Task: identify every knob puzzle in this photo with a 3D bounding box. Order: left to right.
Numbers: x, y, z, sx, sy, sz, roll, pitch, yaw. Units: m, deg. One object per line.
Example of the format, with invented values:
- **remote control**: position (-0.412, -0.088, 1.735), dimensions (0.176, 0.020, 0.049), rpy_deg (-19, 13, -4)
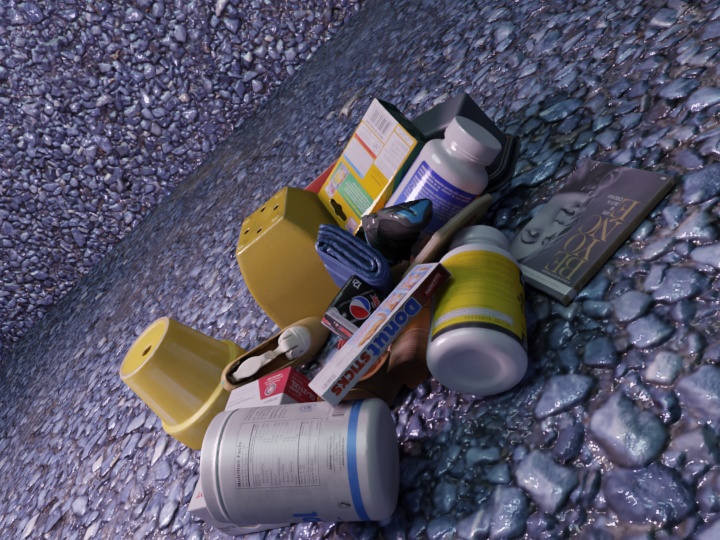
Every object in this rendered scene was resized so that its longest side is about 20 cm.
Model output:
- **knob puzzle**: position (0.107, -0.038, 0.834), dimensions (0.220, 0.030, 0.220), rpy_deg (-44, -12, -11)

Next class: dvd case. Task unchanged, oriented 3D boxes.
- **dvd case**: position (0.276, -0.057, 0.766), dimensions (0.200, 0.016, 0.149), rpy_deg (-48, 28, -2)

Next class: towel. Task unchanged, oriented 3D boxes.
- **towel**: position (0.000, 0.000, 0.852), dimensions (0.049, 0.111, 0.200), rpy_deg (-55, -14, -10)

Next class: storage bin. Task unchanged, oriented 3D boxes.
- **storage bin**: position (0.140, -0.193, 1.010), dimensions (0.200, 0.134, 0.146), rpy_deg (-18, 39, 44)

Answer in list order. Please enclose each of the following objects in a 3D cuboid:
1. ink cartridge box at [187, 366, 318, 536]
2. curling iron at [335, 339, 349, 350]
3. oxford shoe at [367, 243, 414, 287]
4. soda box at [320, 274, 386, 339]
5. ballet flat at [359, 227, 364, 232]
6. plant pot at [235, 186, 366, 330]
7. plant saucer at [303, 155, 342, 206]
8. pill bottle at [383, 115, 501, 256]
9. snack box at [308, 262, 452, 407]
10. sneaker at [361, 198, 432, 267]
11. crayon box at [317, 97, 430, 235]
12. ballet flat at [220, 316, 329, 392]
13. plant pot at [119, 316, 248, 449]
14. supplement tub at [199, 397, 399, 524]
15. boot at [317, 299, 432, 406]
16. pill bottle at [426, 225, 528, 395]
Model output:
- **ink cartridge box**: position (-0.144, 0.258, 0.863), dimensions (0.145, 0.083, 0.200), rpy_deg (-26, 34, 33)
- **curling iron**: position (-0.024, 0.111, 0.817), dimensions (0.050, 0.026, 0.200), rpy_deg (-43, 6, -3)
- **oxford shoe**: position (0.049, -0.046, 1.004), dimensions (0.071, 0.074, 0.200), rpy_deg (-40, 27, 18)
- **soda box**: position (-0.011, 0.063, 0.857), dimensions (0.063, 0.071, 0.200), rpy_deg (-54, -1, -11)
- **ballet flat**: position (0.031, -0.163, 1.060), dimensions (0.062, 0.067, 0.201), rpy_deg (-143, 61, -69)
- **plant pot**: position (-0.107, -0.030, 1.068), dimensions (0.194, 0.200, 0.196), rpy_deg (-36, 29, 20)
- **plant saucer**: position (-0.019, -0.157, 1.178), dimensions (0.200, 0.200, 0.037), rpy_deg (-38, 71, 14)
- **pill bottle**: position (0.122, -0.126, 0.908), dimensions (0.200, 0.112, 0.112), rpy_deg (-55, 21, 30)
- **snack box**: position (0.021, 0.069, 0.692), dimensions (0.200, 0.024, 0.072), rpy_deg (-47, 10, -12)
- **sneaker**: position (0.056, -0.049, 0.815), dimensions (0.073, 0.082, 0.200), rpy_deg (-13, 1, -10)
- **crayon box**: position (0.021, -0.162, 0.993), dimensions (0.200, 0.051, 0.126), rpy_deg (-55, 54, 27)
- **ballet flat**: position (-0.136, 0.139, 0.982), dimensions (0.200, 0.069, 0.063), rpy_deg (-33, -9, -11)
- **plant pot**: position (-0.316, 0.190, 1.082), dimensions (0.200, 0.189, 0.201), rpy_deg (-33, 31, 23)
- **supplement tub**: position (-0.063, 0.217, 0.683), dimensions (0.199, 0.132, 0.132), rpy_deg (-8, 40, 14)
- **boot**: position (0.033, 0.116, 0.834), dimensions (0.200, 0.074, 0.155), rpy_deg (-31, 23, 32)
- **pill bottle**: position (0.141, 0.039, 0.723), dimensions (0.112, 0.112, 0.200), rpy_deg (-27, 34, 33)
